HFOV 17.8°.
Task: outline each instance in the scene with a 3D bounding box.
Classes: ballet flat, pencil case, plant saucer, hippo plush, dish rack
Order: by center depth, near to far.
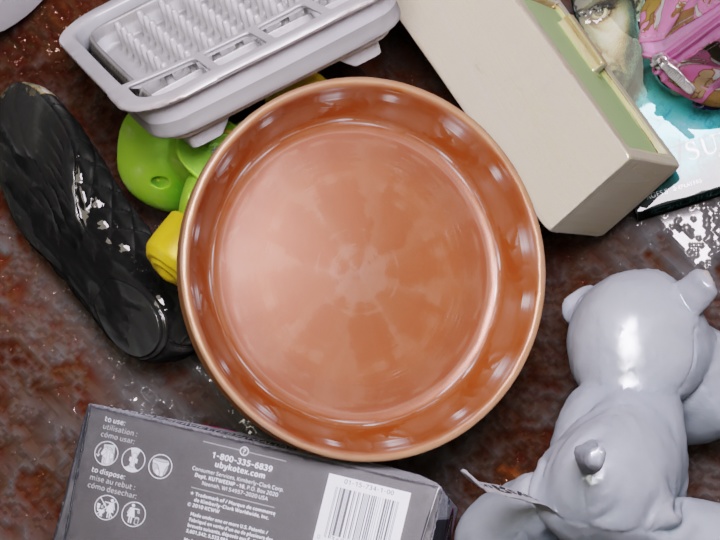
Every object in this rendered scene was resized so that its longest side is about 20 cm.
[{"bbox_3d":[0.220,-0.148,1.197,0.082,0.200,0.087,22,70,-14],"label":"pencil case"},{"bbox_3d":[0.000,0.000,1.215,0.198,0.032,0.202,2,84,-15],"label":"plant saucer"},{"bbox_3d":[0.128,0.085,1.228,0.158,0.200,0.162,-16,51,38],"label":"hippo plush"},{"bbox_3d":[-0.069,-0.131,1.281,0.171,0.200,0.044,-28,117,-10],"label":"dish rack"},{"bbox_3d":[-0.155,-0.027,1.343,0.066,0.057,0.201,-43,69,27],"label":"ballet flat"}]

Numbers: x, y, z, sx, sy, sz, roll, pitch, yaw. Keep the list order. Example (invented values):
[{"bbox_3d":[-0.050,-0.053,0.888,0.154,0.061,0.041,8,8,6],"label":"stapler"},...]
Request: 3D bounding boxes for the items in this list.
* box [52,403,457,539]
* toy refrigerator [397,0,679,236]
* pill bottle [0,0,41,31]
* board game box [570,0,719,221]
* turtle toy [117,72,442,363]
[{"bbox_3d":[-0.058,0.160,1.251,0.198,0.115,0.133,12,80,9],"label":"box"},{"bbox_3d":[0.089,-0.120,1.284,0.070,0.076,0.201,-42,69,22],"label":"toy refrigerator"},{"bbox_3d":[-0.269,-0.235,1.356,0.200,0.116,0.116,39,87,13],"label":"pill bottle"},{"bbox_3d":[0.232,-0.122,1.307,0.198,0.028,0.136,-17,78,5],"label":"board game box"},{"bbox_3d":[-0.053,-0.033,1.290,0.199,0.101,0.146,38,75,9],"label":"turtle toy"}]
